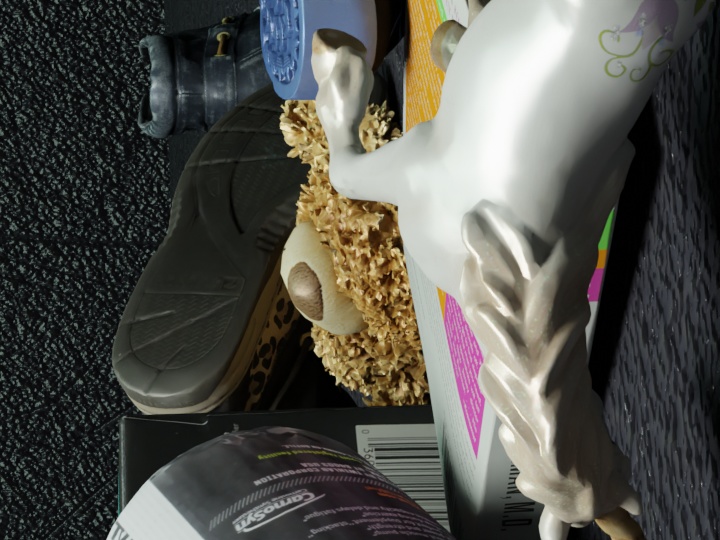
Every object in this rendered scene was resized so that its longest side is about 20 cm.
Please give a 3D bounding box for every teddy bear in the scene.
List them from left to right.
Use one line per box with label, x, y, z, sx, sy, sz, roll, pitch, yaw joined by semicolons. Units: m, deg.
teddy bear;0.000;0.000;1.067;0.200;0.067;0.145;-115;22;-75

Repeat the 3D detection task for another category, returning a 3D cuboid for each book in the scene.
book;0.039;-0.015;0.834;0.200;0.048;0.134;95;170;-53

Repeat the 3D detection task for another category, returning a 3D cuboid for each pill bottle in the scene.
pill bottle;0.004;0.123;0.805;0.200;0.106;0.107;-144;51;-62

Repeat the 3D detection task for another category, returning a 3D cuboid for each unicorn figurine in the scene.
unicorn figurine;0.041;-0.034;0.661;0.137;0.074;0.200;-117;30;-50

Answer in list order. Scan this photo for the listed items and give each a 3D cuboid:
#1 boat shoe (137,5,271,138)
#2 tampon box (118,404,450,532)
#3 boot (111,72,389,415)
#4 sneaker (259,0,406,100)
boat shoe;-0.079;-0.111;1.611;0.200;0.091;0.071;-136;45;-81
tampon box;-0.021;0.165;1.022;0.200;0.126;0.150;96;171;-50
boot;-0.028;0.026;1.220;0.200;0.073;0.151;-66;-31;-41
sneaker;0.006;-0.110;0.927;0.200;0.078;0.070;-98;10;-62
